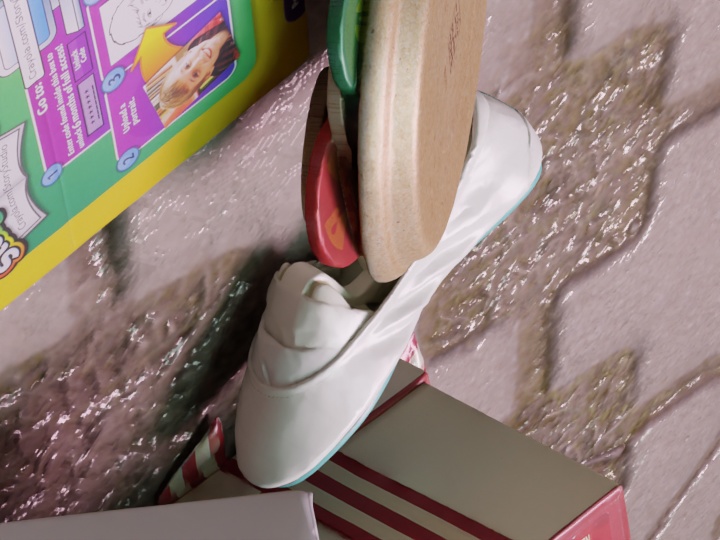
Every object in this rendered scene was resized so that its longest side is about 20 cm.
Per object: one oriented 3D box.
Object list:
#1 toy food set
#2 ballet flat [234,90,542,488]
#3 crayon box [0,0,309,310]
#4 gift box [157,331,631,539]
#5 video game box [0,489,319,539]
[{"bbox_3d":[0.013,-0.091,1.109,0.200,0.048,0.199,64,34,-75],"label":"toy food set"},{"bbox_3d":[0.000,0.000,1.282,0.200,0.069,0.069,-51,155,-9],"label":"ballet flat"},{"bbox_3d":[-0.102,-0.094,0.982,0.172,0.058,0.200,-40,153,-20],"label":"crayon box"},{"bbox_3d":[0.014,0.147,1.355,0.184,0.187,0.200,-31,129,-32],"label":"gift box"},{"bbox_3d":[-0.119,0.168,1.203,0.199,0.047,0.182,-6,137,-10],"label":"video game box"}]
